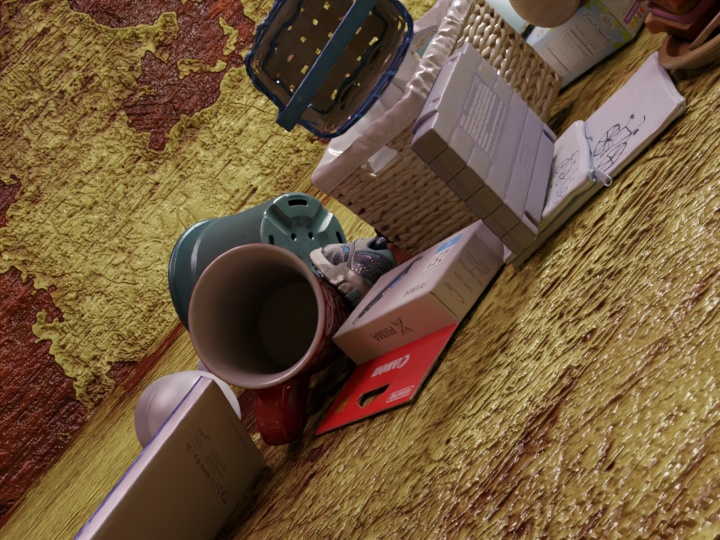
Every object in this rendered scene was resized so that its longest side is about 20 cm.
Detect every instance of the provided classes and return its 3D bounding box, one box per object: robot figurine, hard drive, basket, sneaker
[{"bbox_3d":[-0.208,0.179,1.389,0.200,0.111,0.172,-21,48,69],"label":"robot figurine"},{"bbox_3d":[-0.174,0.218,1.085,0.025,0.133,0.201,12,52,37],"label":"hard drive"},{"bbox_3d":[0.082,-0.151,1.223,0.198,0.160,0.202,-35,23,50],"label":"basket"},{"bbox_3d":[-0.027,-0.222,1.132,0.177,0.138,0.200,-53,6,8],"label":"basket"},{"bbox_3d":[0.000,0.000,1.355,0.086,0.078,0.200,-36,16,-4],"label":"sneaker"}]

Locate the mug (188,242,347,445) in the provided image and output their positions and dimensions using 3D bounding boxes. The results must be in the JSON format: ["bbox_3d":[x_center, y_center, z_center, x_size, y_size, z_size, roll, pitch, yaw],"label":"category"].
[{"bbox_3d":[-0.090,0.071,1.172,0.200,0.131,0.180,26,-95,-80],"label":"mug"}]

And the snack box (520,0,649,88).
[{"bbox_3d":[0.255,-0.287,1.320,0.169,0.068,0.200,-54,11,-32],"label":"snack box"}]

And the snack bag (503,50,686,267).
[{"bbox_3d":[0.197,-0.103,1.006,0.200,0.021,0.189,-44,10,21],"label":"snack bag"}]

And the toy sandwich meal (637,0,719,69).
[{"bbox_3d":[0.306,-0.253,0.967,0.205,0.070,0.205,-46,10,11],"label":"toy sandwich meal"}]

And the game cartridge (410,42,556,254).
[{"bbox_3d":[0.107,-0.109,0.982,0.038,0.129,0.201,-44,11,31],"label":"game cartridge"}]

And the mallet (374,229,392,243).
[{"bbox_3d":[0.074,-0.102,1.498,0.066,0.041,0.200,-43,6,35],"label":"mallet"}]

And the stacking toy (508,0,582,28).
[{"bbox_3d":[0.232,-0.344,1.254,0.085,0.085,0.200,-35,11,50],"label":"stacking toy"}]

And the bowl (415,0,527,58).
[{"bbox_3d":[0.128,-0.281,1.416,0.202,0.104,0.201,-55,0,1],"label":"bowl"}]

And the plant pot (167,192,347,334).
[{"bbox_3d":[-0.128,-0.005,1.574,0.195,0.201,0.201,-25,23,46],"label":"plant pot"}]

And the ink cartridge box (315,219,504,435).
[{"bbox_3d":[0.031,0.054,1.050,0.177,0.045,0.199,-52,11,-29],"label":"ink cartridge box"}]
